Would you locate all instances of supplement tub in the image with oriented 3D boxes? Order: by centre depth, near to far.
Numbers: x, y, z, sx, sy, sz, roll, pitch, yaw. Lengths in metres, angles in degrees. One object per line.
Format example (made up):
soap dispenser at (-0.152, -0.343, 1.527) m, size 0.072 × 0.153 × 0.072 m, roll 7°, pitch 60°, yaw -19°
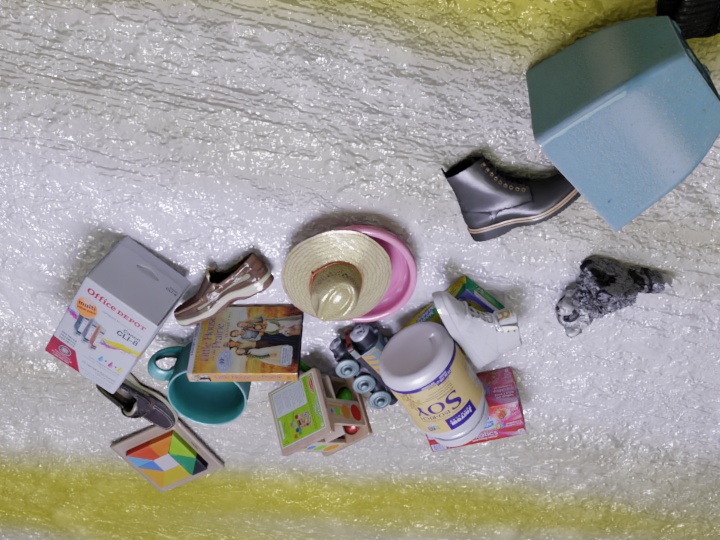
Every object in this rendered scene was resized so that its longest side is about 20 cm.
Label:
supplement tub at (0.137, 0.208, 1.254) m, size 0.144 × 0.146 × 0.201 m, roll -24°, pitch 122°, yaw 18°

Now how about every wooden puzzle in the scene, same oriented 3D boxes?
wooden puzzle at (-0.431, 0.421, 1.553) m, size 0.198 × 0.037 × 0.186 m, roll -23°, pitch 124°, yaw 18°

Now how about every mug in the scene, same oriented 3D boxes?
mug at (-0.292, 0.192, 1.329) m, size 0.150 × 0.115 × 0.186 m, roll -23°, pitch 123°, yaw 18°

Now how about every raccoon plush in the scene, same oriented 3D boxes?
raccoon plush at (0.442, 0.064, 1.236) m, size 0.197 × 0.098 × 0.135 m, roll 12°, pitch 134°, yaw -8°

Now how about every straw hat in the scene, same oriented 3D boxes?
straw hat at (-0.042, 0.036, 1.161) m, size 0.198 × 0.086 × 0.203 m, roll 0°, pitch 127°, yaw 0°

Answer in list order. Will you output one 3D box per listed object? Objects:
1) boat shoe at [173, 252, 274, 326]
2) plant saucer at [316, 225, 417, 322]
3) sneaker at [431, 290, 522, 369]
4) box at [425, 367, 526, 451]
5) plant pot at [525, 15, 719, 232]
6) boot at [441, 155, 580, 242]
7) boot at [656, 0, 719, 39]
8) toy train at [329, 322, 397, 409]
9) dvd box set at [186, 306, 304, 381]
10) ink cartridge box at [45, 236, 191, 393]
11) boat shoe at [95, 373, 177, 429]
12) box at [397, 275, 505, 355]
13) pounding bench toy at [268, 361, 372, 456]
boat shoe at (-0.255, 0.027, 1.238) m, size 0.200 × 0.075 × 0.075 m, roll -26°, pitch 112°, yaw 10°
plant saucer at (0.000, 0.000, 1.218) m, size 0.197 × 0.051 × 0.203 m, roll 0°, pitch 126°, yaw 1°
sneaker at (0.211, 0.082, 1.213) m, size 0.115 × 0.074 × 0.200 m, roll -28°, pitch 130°, yaw 17°
box at (0.222, 0.279, 1.394) m, size 0.197 × 0.096 × 0.101 m, roll -15°, pitch 126°, yaw 12°
plant pot at (0.365, -0.218, 0.939) m, size 0.199 × 0.197 × 0.196 m, roll -34°, pitch 120°, yaw 32°
boot at (0.238, -0.139, 1.097) m, size 0.198 × 0.078 × 0.139 m, roll -26°, pitch 118°, yaw 18°
boot at (0.482, -0.395, 0.891) m, size 0.155 × 0.080 × 0.213 m, roll 2°, pitch 128°, yaw 0°
toy train at (0.029, 0.181, 1.339) m, size 0.113 × 0.086 × 0.200 m, roll -36°, pitch 120°, yaw 13°
dvd box set at (-0.205, 0.131, 1.261) m, size 0.197 × 0.148 × 0.030 m, roll 0°, pitch 141°, yaw 2°
ink cartridge box at (-0.420, 0.077, 1.214) m, size 0.145 × 0.145 × 0.200 m, roll 35°, pitch 120°, yaw -9°
boat shoe at (-0.461, 0.271, 1.421) m, size 0.073 × 0.065 × 0.200 m, roll -33°, pitch 117°, yaw 27°
box at (0.163, 0.110, 1.300) m, size 0.117 × 0.049 × 0.200 m, roll 35°, pitch 122°, yaw -22°
pounding bench toy at (-0.083, 0.247, 1.370) m, size 0.123 × 0.202 × 0.155 m, roll -31°, pitch 152°, yaw 25°
